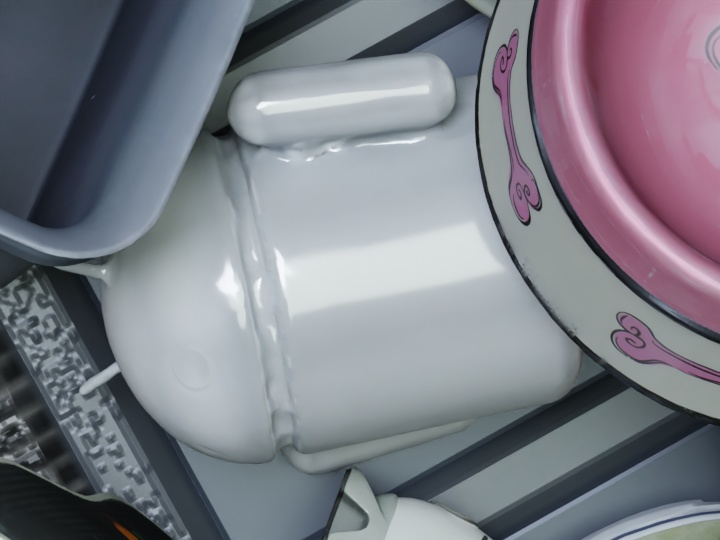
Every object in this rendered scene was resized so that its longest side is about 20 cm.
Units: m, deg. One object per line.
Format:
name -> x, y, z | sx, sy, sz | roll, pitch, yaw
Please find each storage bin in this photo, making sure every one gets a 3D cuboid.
storage bin -> -0.117, -0.093, 0.920 | 0.145, 0.134, 0.200 | 25, 68, -11

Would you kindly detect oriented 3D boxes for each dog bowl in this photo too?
dog bowl -> 0.136, -0.055, 0.879 | 0.200, 0.074, 0.201 | 1, 76, -3

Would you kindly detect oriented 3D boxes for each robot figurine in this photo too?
robot figurine -> 0.000, 0.000, 0.972 | 0.199, 0.113, 0.170 | -11, 128, -6

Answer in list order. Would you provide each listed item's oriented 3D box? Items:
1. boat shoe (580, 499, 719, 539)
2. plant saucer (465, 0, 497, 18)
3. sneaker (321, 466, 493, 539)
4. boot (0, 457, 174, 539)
boat shoe -> 0.153, 0.114, 1.018 | 0.199, 0.062, 0.072 | -9, 94, -5
plant saucer -> 0.108, -0.153, 0.958 | 0.200, 0.050, 0.201 | -11, 125, -16
sneaker -> 0.001, 0.173, 0.982 | 0.088, 0.074, 0.200 | 22, 77, 0
boot -> -0.124, 0.136, 0.928 | 0.072, 0.200, 0.144 | 40, 89, 15
